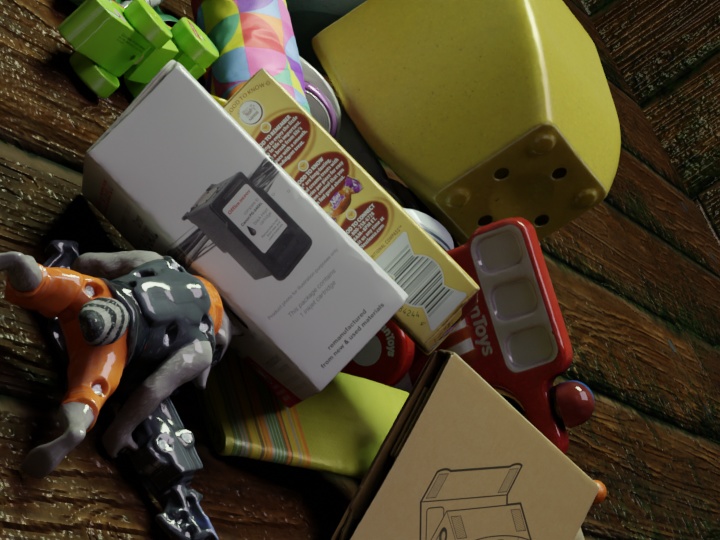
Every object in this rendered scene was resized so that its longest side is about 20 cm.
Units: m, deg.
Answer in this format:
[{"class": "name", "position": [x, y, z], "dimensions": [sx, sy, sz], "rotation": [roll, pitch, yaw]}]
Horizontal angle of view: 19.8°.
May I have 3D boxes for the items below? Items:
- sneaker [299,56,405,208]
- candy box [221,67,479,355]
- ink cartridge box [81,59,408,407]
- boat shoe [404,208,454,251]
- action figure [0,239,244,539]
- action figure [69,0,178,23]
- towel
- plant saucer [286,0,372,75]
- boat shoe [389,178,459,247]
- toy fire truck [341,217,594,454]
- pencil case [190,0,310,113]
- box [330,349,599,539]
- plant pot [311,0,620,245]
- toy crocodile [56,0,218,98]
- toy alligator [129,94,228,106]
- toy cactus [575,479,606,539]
[{"class": "sneaker", "position": [-0.033, -0.099, 1.730], "dimensions": [0.201, 0.074, 0.100], "rotation": [57, 4, -17]}, {"class": "candy box", "position": [-0.009, -0.036, 1.350], "dimensions": [0.200, 0.056, 0.117], "rotation": [44, -2, 5]}, {"class": "ink cartridge box", "position": [-0.078, -0.018, 1.269], "dimensions": [0.200, 0.083, 0.145], "rotation": [45, -12, -1]}, {"class": "boat shoe", "position": [0.000, 0.000, 1.588], "dimensions": [0.199, 0.071, 0.092], "rotation": [14, 48, -39]}, {"class": "action figure", "position": [-0.121, 0.056, 1.133], "dimensions": [0.201, 0.104, 0.193], "rotation": [58, 26, 7]}, {"class": "action figure", "position": [-0.179, -0.222, 1.551], "dimensions": [0.119, 0.054, 0.200], "rotation": [55, 20, -6]}, {"class": "towel", "position": [-0.029, 0.100, 1.361], "dimensions": [0.199, 0.018, 0.087], "rotation": [17, 44, -42]}, {"class": "plant saucer", "position": [-0.023, -0.212, 1.795], "dimensions": [0.201, 0.199, 0.039], "rotation": [39, 57, -45]}, {"class": "boat shoe", "position": [0.064, 0.006, 1.777], "dimensions": [0.066, 0.075, 0.200], "rotation": [23, 26, -45]}, {"class": "toy fire truck", "position": [0.077, 0.079, 1.492], "dimensions": [0.112, 0.167, 0.202], "rotation": [-1, 72, -70]}, {"class": "pencil case", "position": [-0.085, -0.174, 1.630], "dimensions": [0.088, 0.088, 0.202], "rotation": [38, 35, -47]}, {"class": "box", "position": [0.072, 0.172, 1.397], "dimensions": [0.021, 0.164, 0.200], "rotation": [15, -20, 46]}, {"class": "plant pot", "position": [0.106, -0.127, 1.710], "dimensions": [0.195, 0.193, 0.201], "rotation": [45, 19, -44]}, {"class": "toy crocodile", "position": [-0.160, -0.160, 1.466], "dimensions": [0.062, 0.067, 0.200], "rotation": [51, 12, 17]}, {"class": "toy alligator", "position": [-0.120, -0.099, 1.498], "dimensions": [0.054, 0.060, 0.200], "rotation": [19, 2, 24]}, {"class": "toy cactus", "position": [0.152, 0.193, 1.682], "dimensions": [0.201, 0.102, 0.165], "rotation": [59, 5, 38]}]
